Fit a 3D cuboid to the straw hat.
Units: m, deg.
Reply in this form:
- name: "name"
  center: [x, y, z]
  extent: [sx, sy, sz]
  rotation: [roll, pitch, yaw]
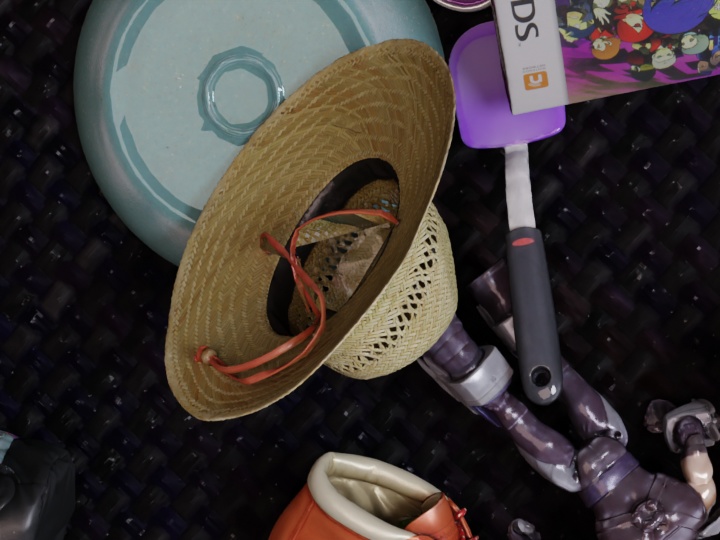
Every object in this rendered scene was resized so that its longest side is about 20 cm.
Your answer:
- name: "straw hat"
  center: [0.000, 0.000, 0.874]
  extent: [0.085, 0.201, 0.201]
  rotation: [36, 105, -29]

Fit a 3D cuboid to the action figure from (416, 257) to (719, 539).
- name: "action figure"
  center: [0.111, 0.089, 0.917]
  extent: [0.130, 0.069, 0.200]
  rotation: [-39, 89, -18]

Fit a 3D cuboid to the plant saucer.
- name: "plant saucer"
  center: [-0.056, -0.089, 0.953]
  extent: [0.198, 0.036, 0.202]
  rotation: [1, 97, 10]

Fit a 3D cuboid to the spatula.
- name: "spatula"
  center: [0.077, -0.031, 0.906]
  extent: [0.056, 0.021, 0.202]
  rotation: [-9, 64, 11]

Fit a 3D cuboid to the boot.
- name: "boot"
  center: [0.044, 0.168, 0.933]
  extent: [0.199, 0.075, 0.108]
  rotation: [27, 122, 6]

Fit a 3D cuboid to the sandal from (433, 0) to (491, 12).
- name: "sandal"
  center: [0.065, -0.226, 0.905]
  extent: [0.082, 0.050, 0.204]
  rotation: [18, 100, 8]

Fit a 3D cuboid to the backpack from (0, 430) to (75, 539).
- name: "backpack"
  center: [-0.255, 0.142, 0.973]
  extent: [0.198, 0.127, 0.168]
  rotation: [13, 95, 8]

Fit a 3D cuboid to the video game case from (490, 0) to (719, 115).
- name: "video game case"
  center: [0.150, -0.160, 0.838]
  extent: [0.198, 0.036, 0.182]
  rotation: [-10, 139, 4]
